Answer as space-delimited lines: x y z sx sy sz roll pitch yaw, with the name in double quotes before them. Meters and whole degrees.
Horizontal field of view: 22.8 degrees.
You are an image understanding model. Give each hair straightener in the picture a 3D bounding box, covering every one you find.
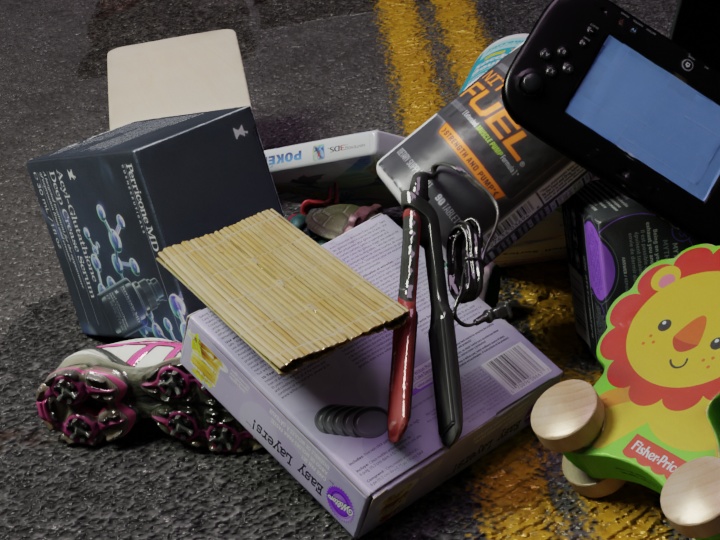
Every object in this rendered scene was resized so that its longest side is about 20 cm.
"hair straightener" 0.058 0.019 1.149 0.076 0.041 0.202 8 61 -11

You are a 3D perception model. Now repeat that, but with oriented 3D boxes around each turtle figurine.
"turtle figurine" 0.000 0.000 1.368 0.198 0.102 0.150 13 32 28

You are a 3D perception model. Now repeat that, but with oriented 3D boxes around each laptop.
"laptop" 0.244 -0.165 1.416 0.176 0.104 0.199 -9 -8 -46

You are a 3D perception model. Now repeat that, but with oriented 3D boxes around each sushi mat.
"sushi mat" -0.055 0.010 1.167 0.095 0.012 0.200 -20 30 -22

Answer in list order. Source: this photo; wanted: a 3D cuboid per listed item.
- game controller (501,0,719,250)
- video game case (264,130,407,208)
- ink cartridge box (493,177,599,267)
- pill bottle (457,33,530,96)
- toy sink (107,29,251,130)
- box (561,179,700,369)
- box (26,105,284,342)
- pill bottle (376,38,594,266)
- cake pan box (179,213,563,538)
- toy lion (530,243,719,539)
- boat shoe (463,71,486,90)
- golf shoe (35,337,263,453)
"game controller" 0.192 -0.098 1.171 0.199 0.105 0.042 32 -4 -1
"video game case" 0.001 -0.077 1.456 0.181 0.022 0.199 -7 -10 37
"ink cartridge box" 0.144 -0.052 1.397 0.116 0.068 0.200 -8 -14 1
"pill bottle" 0.142 -0.145 1.609 0.110 0.112 0.200 -1 26 15
"toy sink" -0.164 -0.130 1.672 0.129 0.113 0.200 -10 30 -5
"box" 0.253 -0.008 1.259 0.198 0.124 0.106 -10 17 -5
"box" -0.150 -0.034 1.361 0.106 0.150 0.199 -24 13 -31
"pill bottle" 0.117 -0.095 1.245 0.200 0.106 0.106 -39 27 1
"cake pan box" 0.010 0.062 1.194 0.199 0.053 0.184 -30 61 -37
"toy lion" 0.213 0.069 1.089 0.192 0.069 0.200 -45 36 -10
"boat shoe" 0.115 -0.130 1.437 0.065 0.074 0.200 -39 -3 -37
"golf shoe" -0.126 0.076 1.261 0.198 0.073 0.092 2 27 20
